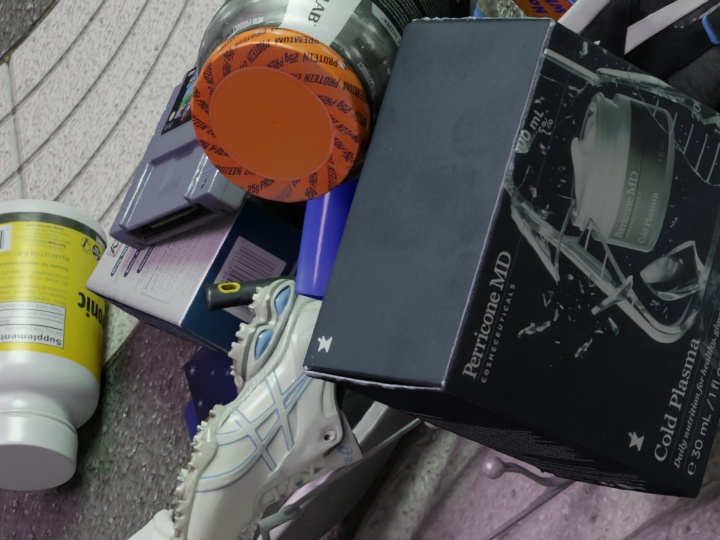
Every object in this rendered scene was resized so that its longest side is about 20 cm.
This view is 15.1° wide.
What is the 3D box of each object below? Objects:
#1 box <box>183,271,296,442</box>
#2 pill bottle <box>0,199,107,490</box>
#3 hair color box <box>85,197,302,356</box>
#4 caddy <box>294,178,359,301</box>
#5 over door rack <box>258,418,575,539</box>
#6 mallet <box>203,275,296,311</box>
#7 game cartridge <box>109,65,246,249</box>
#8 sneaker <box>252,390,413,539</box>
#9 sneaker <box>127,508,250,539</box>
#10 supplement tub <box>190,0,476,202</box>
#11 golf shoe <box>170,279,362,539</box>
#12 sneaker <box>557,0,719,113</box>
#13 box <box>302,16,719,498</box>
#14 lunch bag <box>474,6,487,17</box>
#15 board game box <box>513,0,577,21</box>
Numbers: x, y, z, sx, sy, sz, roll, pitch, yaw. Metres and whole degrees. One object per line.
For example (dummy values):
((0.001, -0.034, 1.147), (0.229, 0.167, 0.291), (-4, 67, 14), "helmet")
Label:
((-0.059, 0.071, 1.851), (0.200, 0.032, 0.121), (-47, 40, 25), "box")
((-0.248, 0.057, 2.025), (0.111, 0.111, 0.200), (-27, 51, 40), "pill bottle")
((-0.116, -0.005, 1.904), (0.100, 0.060, 0.200), (-61, 25, -5), "hair color box")
((0.056, -0.019, 1.580), (0.141, 0.200, 0.105), (10, 87, 55), "caddy")
((0.038, 0.123, 1.625), (0.200, 0.067, 0.148), (-43, 36, -6), "over door rack")
((0.000, 0.000, 1.704), (0.066, 0.199, 0.041), (-99, 10, -49), "mallet")
((-0.107, -0.089, 1.843), (0.200, 0.038, 0.130), (-18, 51, 65), "game cartridge")
((-0.029, 0.089, 1.740), (0.099, 0.071, 0.200), (36, 94, 22), "sneaker")
((-0.083, 0.192, 1.649), (0.200, 0.073, 0.071), (22, 72, 47), "sneaker")
((-0.016, -0.126, 1.510), (0.122, 0.123, 0.200), (-37, 12, 33), "supplement tub")
((-0.050, 0.107, 1.614), (0.078, 0.097, 0.200), (96, -163, -76), "golf shoe")
((0.158, -0.108, 1.517), (0.073, 0.112, 0.200), (-38, -6, -33), "sneaker")
((0.101, -0.006, 1.432), (0.124, 0.196, 0.200), (4, 75, 52), "box")
((0.055, -0.126, 1.707), (0.082, 0.161, 0.200), (-42, 38, 7), "lunch bag")
((0.176, -0.266, 1.565), (0.200, 0.200, 0.200), (-13, 40, 47), "board game box")
